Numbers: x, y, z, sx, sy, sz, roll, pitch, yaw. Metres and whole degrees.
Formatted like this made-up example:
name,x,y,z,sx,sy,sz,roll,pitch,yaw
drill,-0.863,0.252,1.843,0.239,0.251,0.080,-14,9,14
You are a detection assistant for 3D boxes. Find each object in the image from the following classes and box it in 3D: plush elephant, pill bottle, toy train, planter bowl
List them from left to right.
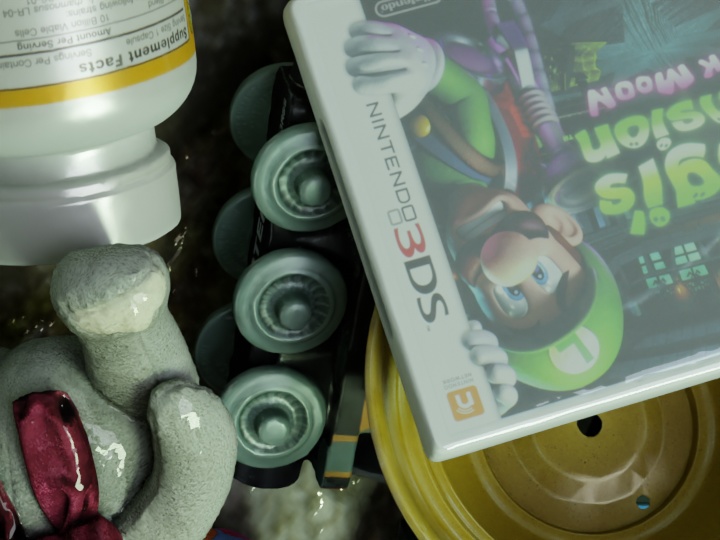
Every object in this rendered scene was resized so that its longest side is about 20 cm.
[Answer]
name,x,y,z,sx,sy,sz,roll,pitch,yaw
plush elephant,-0.122,0.105,1.063,0.200,0.164,0.155,55,39,-49
pill bottle,-0.120,-0.109,1.048,0.112,0.113,0.201,-16,108,-27
toy train,0.000,0.000,1.134,0.114,0.085,0.201,4,115,-14
planter bowl,0.096,0.052,1.095,0.200,0.083,0.201,2,75,-6

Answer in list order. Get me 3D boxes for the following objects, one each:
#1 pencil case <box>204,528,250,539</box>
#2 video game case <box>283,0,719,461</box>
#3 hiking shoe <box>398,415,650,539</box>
name,x,y,z,sx,sy,sz,roll,pitch,yaw
pencil case,-0.013,0.159,1.119,0.088,0.200,0.089,-8,103,-36
video game case,0.092,-0.042,1.064,0.199,0.023,0.182,-16,78,-12
hiking shoe,0.105,0.073,1.182,0.200,0.074,0.087,-44,104,-14
